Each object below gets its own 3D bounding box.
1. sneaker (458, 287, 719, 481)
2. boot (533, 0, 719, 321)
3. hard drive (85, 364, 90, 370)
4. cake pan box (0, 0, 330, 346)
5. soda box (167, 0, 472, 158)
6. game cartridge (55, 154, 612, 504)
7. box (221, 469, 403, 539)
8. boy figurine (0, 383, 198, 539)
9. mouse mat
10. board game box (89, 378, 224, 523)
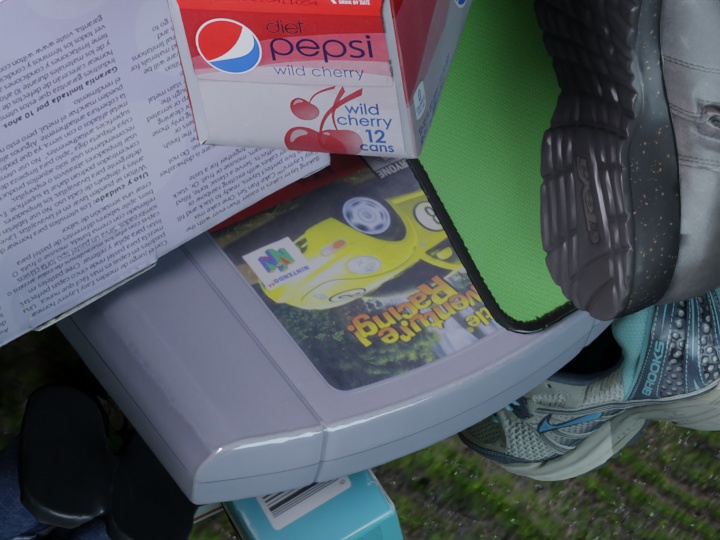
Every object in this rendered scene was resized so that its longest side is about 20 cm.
[{"bbox_3d":[0.089,0.032,1.108,0.086,0.078,0.200,19,156,-27],"label":"sneaker"},{"bbox_3d":[0.125,-0.086,0.871,0.131,0.070,0.201,-11,115,-28],"label":"boot"},{"bbox_3d":[-0.040,-0.056,0.955,0.131,0.025,0.201,-25,142,-28],"label":"hard drive"},{"bbox_3d":[-0.115,-0.066,0.808,0.199,0.052,0.185,-31,133,-16],"label":"cake pan box"},{"bbox_3d":[0.005,-0.122,0.791,0.201,0.070,0.064,-72,159,-44],"label":"soda box"},{"bbox_3d":[0.000,0.000,0.913,0.199,0.133,0.041,-25,153,-28],"label":"game cartridge"},{"bbox_3d":[-0.021,0.097,1.011,0.049,0.083,0.200,-30,160,-7],"label":"box"},{"bbox_3d":[-0.140,0.119,0.977,0.124,0.065,0.200,26,132,-21],"label":"boy figurine"},{"bbox_3d":[0.065,-0.098,0.904,0.160,0.201,0.008,-30,-176,-21],"label":"mouse mat"},{"bbox_3d":[-0.026,0.044,1.046,0.199,0.029,0.135,-23,158,-30],"label":"board game box"}]
